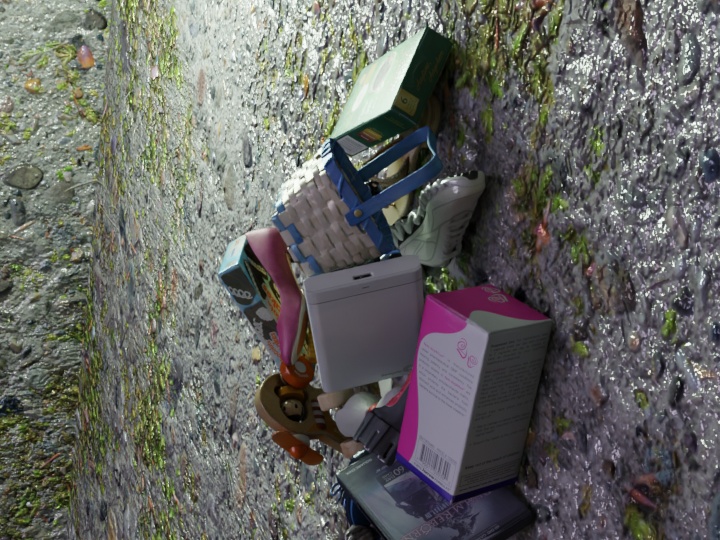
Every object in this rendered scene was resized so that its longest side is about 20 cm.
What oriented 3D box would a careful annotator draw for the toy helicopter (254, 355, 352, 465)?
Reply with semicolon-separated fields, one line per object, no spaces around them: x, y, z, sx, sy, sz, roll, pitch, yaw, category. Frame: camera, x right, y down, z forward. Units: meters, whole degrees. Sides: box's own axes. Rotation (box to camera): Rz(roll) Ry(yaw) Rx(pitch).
-0.055;0.214;1.599;0.079;0.199;0.133;-48;15;34;toy helicopter

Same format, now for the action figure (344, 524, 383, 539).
0.039;0.332;1.422;0.119;0.102;0.201;29;117;38;action figure

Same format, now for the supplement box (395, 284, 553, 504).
0.119;0.129;1.282;0.101;0.103;0.201;33;123;45;supplement box

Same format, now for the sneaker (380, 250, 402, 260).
0.005;0.003;1.590;0.200;0.078;0.090;147;117;-62;sneaker

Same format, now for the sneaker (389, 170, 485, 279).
0.099;-0.053;1.400;0.082;0.075;0.200;69;155;15;sneaker

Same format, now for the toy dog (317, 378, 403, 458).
0.032;0.179;1.530;0.199;0.096;0.133;9;117;54;toy dog

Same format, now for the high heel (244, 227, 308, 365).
-0.118;0.032;1.612;0.067;0.095;0.201;82;-170;-67;high heel

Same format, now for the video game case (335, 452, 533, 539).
0.079;0.252;1.335;0.200;0.142;0.019;41;154;51;video game case

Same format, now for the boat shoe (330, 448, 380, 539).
-0.001;0.289;1.488;0.069;0.084;0.201;46;146;41;boat shoe

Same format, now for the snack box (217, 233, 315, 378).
-0.126;0.057;1.674;0.201;0.037;0.116;58;-167;-19;snack box

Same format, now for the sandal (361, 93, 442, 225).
0.036;-0.139;1.526;0.212;0.069;0.078;112;147;-41;sandal

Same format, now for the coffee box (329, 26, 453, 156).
0.034;-0.219;1.502;0.200;0.044;0.124;-18;45;65;coffee box

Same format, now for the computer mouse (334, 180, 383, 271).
0.000;0.000;1.482;0.138;0.052;0.201;-38;47;53;computer mouse

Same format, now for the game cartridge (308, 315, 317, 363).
-0.049;0.021;1.682;0.176;0.032;0.202;-52;-38;-83;game cartridge

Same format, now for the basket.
0.003;-0.089;1.360;0.139;0.199;0.176;52;-167;-13;basket

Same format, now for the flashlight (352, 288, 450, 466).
0.064;0.120;1.361;0.201;0.068;0.068;-55;-5;-2;flashlight

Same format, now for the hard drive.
0.009;0.065;1.387;0.201;0.131;0.027;83;172;-52;hard drive
